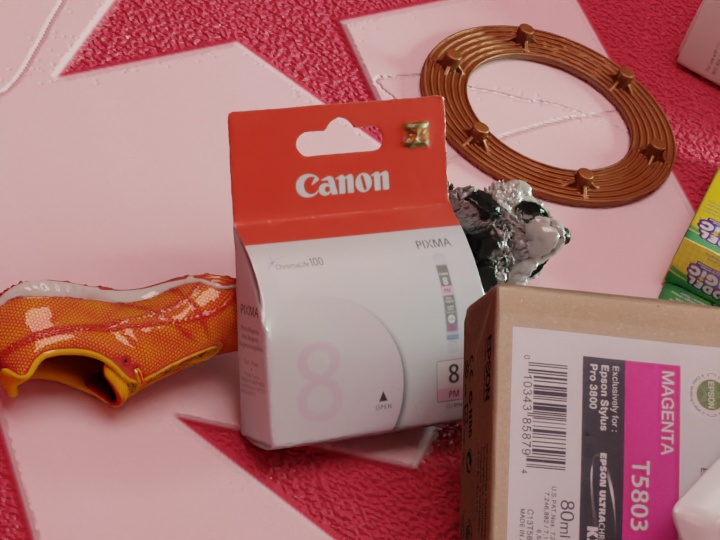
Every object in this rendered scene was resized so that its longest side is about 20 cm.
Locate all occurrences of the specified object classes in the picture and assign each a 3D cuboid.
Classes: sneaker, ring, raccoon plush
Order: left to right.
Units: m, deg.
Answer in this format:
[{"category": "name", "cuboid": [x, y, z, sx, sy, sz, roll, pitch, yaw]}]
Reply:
[{"category": "sneaker", "cuboid": [-0.133, 0.047, 1.664, 0.199, 0.073, 0.078, -5, 68, -25]}, {"category": "raccoon plush", "cuboid": [0.038, -0.030, 1.809, 0.199, 0.097, 0.134, 17, 15, 11]}, {"category": "ring", "cuboid": [0.141, -0.120, 2.009, 0.199, 0.019, 0.201, 14, 39, -11]}]

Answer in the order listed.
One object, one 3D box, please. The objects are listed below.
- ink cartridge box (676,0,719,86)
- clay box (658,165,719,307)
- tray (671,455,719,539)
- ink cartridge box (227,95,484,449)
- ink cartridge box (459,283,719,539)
[{"category": "ink cartridge box", "cuboid": [0.367, -0.177, 2.128, 0.199, 0.084, 0.146, 30, 39, 10]}, {"category": "clay box", "cuboid": [0.291, -0.020, 1.941, 0.114, 0.048, 0.200, 26, 38, 6]}, {"category": "tray", "cuboid": [0.243, 0.200, 1.580, 0.107, 0.022, 0.201, -38, 112, -48]}, {"category": "ink cartridge box", "cuboid": [0.000, 0.000, 1.677, 0.162, 0.201, 0.057, -7, 12, -31]}, {"category": "ink cartridge box", "cuboid": [0.144, 0.118, 1.612, 0.164, 0.075, 0.201, 5, 74, -12]}]
